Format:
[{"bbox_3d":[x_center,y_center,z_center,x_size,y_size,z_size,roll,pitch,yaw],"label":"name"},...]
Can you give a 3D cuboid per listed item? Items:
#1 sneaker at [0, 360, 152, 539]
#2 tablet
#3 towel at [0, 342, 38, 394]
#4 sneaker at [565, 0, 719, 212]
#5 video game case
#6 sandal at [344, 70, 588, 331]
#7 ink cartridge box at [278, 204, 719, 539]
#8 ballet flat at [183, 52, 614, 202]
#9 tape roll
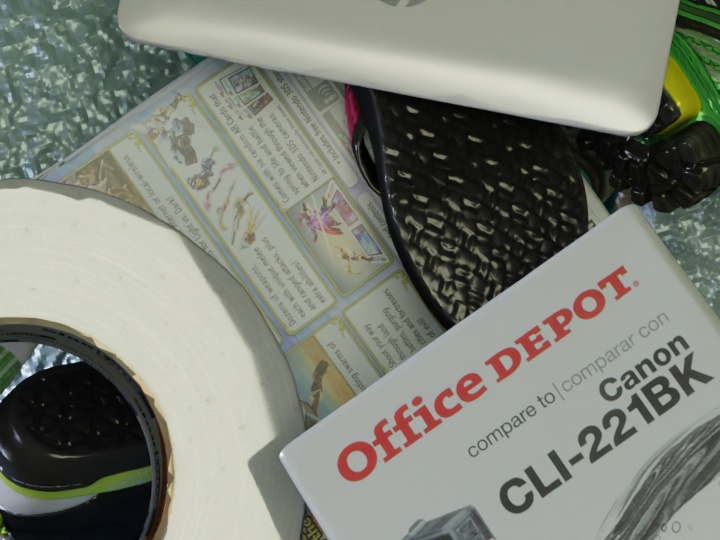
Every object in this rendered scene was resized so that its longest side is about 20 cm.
[{"bbox_3d":[-0.063,0.076,0.846,0.199,0.083,0.072,-3,43,-19],"label":"sneaker"},{"bbox_3d":[0.020,-0.125,0.747,0.199,0.014,0.131,11,69,7],"label":"tablet"},{"bbox_3d":[-0.210,0.019,0.792,0.152,0.023,0.200,31,43,-3],"label":"towel"},{"bbox_3d":[0.091,-0.113,0.798,0.085,0.078,0.200,-29,69,-27],"label":"sneaker"},{"bbox_3d":[0.000,0.000,0.789,0.181,0.045,0.201,-36,90,-13],"label":"video game case"},{"bbox_3d":[0.025,-0.061,0.762,0.075,0.045,0.201,-18,72,-17],"label":"sandal"},{"bbox_3d":[0.088,0.103,0.651,0.144,0.084,0.201,-35,69,3],"label":"ink cartridge box"},{"bbox_3d":[0.019,-0.084,0.863,0.199,0.067,0.064,22,58,-3],"label":"ballet flat"},{"bbox_3d":[-0.119,0.072,0.703,0.199,0.066,0.202,1,82,-10],"label":"tape roll"}]
